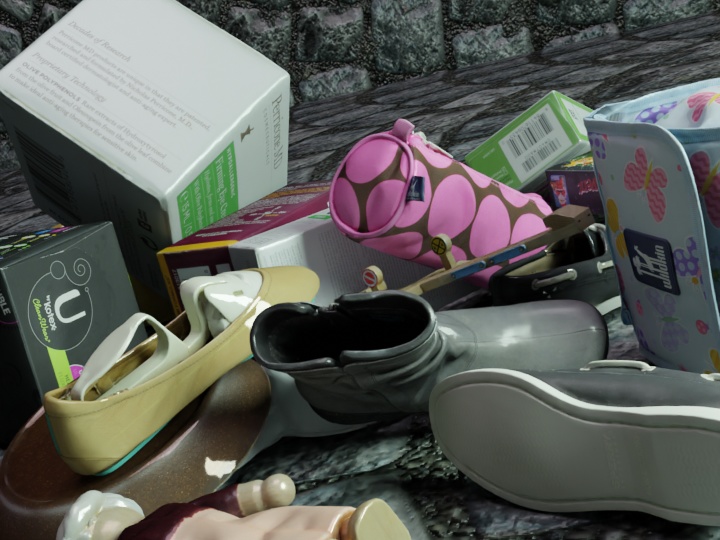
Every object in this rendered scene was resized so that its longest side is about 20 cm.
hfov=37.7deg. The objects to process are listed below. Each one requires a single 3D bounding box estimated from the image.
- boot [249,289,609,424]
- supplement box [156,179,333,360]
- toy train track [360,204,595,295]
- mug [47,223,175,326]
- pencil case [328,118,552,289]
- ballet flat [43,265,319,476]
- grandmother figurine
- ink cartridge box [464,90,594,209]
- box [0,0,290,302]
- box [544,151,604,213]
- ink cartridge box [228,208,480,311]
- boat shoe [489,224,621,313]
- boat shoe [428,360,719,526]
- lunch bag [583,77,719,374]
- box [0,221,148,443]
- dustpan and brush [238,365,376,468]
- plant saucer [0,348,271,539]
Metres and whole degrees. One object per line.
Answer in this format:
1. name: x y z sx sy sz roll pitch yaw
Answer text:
1. boot: 0.047 0.046 0.607 0.199 0.070 0.132 -14 -22 6
2. supplement box: -0.073 -0.001 0.937 0.085 0.111 0.200 -4 18 34
3. toy train track: 0.065 -0.011 0.716 0.200 0.033 0.115 -22 3 41
4. mug: -0.233 -0.029 1.110 0.149 0.154 0.187 -6 18 28
5. pencil case: 0.074 -0.043 0.814 0.091 0.094 0.200 25 5 43
6. ballet flat: -0.104 0.042 0.642 0.069 0.063 0.200 10 43 48
7. grandmother figurine: -0.081 0.140 0.513 0.200 0.061 0.121 -6 7 39
8. ink cartridge box: 0.197 -0.097 0.996 0.104 0.059 0.200 -37 -24 28
9. box: -0.191 -0.117 0.966 0.200 0.199 0.171 33 64 13
10. box: 0.265 -0.081 0.832 0.136 0.038 0.200 -23 17 -31
11. ink cartridge box: 0.000 0.000 0.865 0.200 0.109 0.050 -23 16 -31
12. boat shoe: 0.163 -0.002 0.780 0.200 0.060 0.074 -26 19 -37
13. boat shoe: 0.123 0.079 0.532 0.200 0.074 0.060 -4 13 45
14. lunch bag: 0.232 -0.019 0.599 0.200 0.170 0.127 2 25 39
15. box: -0.294 0.052 0.878 0.200 0.149 0.124 -4 17 33
16. dustpan and brush: -0.041 0.088 0.718 0.200 0.057 0.139 -19 23 -41
17. plant saucer: -0.154 0.105 0.680 0.200 0.035 0.200 -20 26 10
